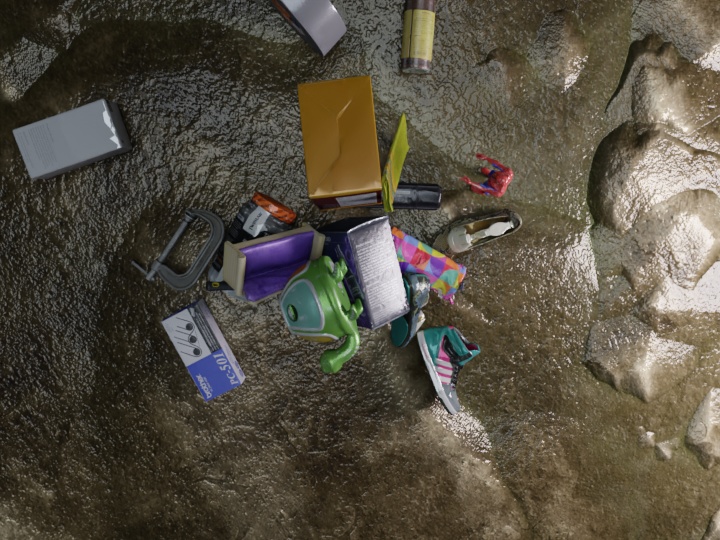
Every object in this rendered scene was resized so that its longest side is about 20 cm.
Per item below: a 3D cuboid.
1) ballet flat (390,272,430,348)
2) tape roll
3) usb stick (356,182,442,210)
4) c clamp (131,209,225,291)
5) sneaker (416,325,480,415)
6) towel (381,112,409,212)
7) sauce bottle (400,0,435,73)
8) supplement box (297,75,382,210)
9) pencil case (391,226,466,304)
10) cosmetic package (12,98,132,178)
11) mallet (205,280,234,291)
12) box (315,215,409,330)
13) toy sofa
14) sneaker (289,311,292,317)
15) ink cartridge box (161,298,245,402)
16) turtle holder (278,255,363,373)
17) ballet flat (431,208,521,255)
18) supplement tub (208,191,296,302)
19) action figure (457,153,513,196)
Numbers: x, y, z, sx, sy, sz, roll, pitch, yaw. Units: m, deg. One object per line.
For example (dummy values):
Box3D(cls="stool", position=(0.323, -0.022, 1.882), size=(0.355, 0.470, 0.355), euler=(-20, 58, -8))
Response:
Box3D(cls="ballet flat", position=(0.110, 0.086, 1.183), size=(0.072, 0.075, 0.202), euler=(6, 134, -2))
Box3D(cls="tape roll", position=(-0.116, -0.497, 1.039), size=(0.066, 0.200, 0.200), euler=(-44, 98, 6))
Box3D(cls="usb stick", position=(0.075, -0.158, 1.186), size=(0.195, 0.033, 0.057), euler=(2, 106, -2))
Box3D(cls="c clamp", position=(-0.376, -0.050, 1.168), size=(0.170, 0.027, 0.201), euler=(37, 88, 26))
Box3D(cls="sneaker", position=(0.210, 0.208, 1.229), size=(0.119, 0.084, 0.203), euler=(-21, 98, 12))
Box3D(cls="towel", position=(0.070, -0.212, 1.091), size=(0.018, 0.203, 0.087), euler=(6, 140, 12))
Box3D(cls="sauce bottle", position=(0.117, -0.500, 1.113), size=(0.063, 0.065, 0.205), euler=(5, 100, -2))
Box3D(cls="supplement box", position=(-0.033, -0.231, 1.068), size=(0.130, 0.200, 0.202), euler=(-6, 88, 2))
Box3D(cls="pencil case", position=(0.128, -0.013, 1.186), size=(0.197, 0.088, 0.090), euler=(30, 98, -3))
Box3D(cls="cosmetic package", position=(-0.577, -0.263, 1.134), size=(0.196, 0.074, 0.104), euler=(-17, 100, 0))
Box3D(cls="mallet", position=(-0.203, 0.019, 1.093), size=(0.197, 0.041, 0.067), euler=(8, 61, -32))
Box3D(cls="box", position=(0.000, 0.000, 1.134), size=(0.103, 0.147, 0.204), euler=(-22, 104, -30))
Box3D(cls="toy sofa", position=(-0.154, -0.018, 1.062), size=(0.097, 0.198, 0.084), euler=(37, 128, 34))
Box3D(cls="sneaker", position=(-0.095, 0.061, 1.152), size=(0.077, 0.198, 0.102), euler=(0, 92, -43))
Box3D(cls="ink cartridge box", position=(-0.341, 0.173, 1.226), size=(0.093, 0.044, 0.203), euler=(-25, 100, 5))
Box3D(cls="turtle holder", position=(-0.067, 0.073, 1.021), size=(0.129, 0.142, 0.188), euler=(-22, 114, 5))
Box3D(cls="ballet flat", position=(0.245, -0.080, 1.181), size=(0.196, 0.075, 0.069), euler=(-18, 103, 2))
Box3D(cls="supplement tub", position=(-0.218, -0.049, 1.152), size=(0.121, 0.123, 0.203), euler=(28, 98, -6))
Box3D(cls="action figure", position=(0.236, -0.187, 1.099), size=(0.098, 0.200, 0.066), euler=(28, 98, -6))
